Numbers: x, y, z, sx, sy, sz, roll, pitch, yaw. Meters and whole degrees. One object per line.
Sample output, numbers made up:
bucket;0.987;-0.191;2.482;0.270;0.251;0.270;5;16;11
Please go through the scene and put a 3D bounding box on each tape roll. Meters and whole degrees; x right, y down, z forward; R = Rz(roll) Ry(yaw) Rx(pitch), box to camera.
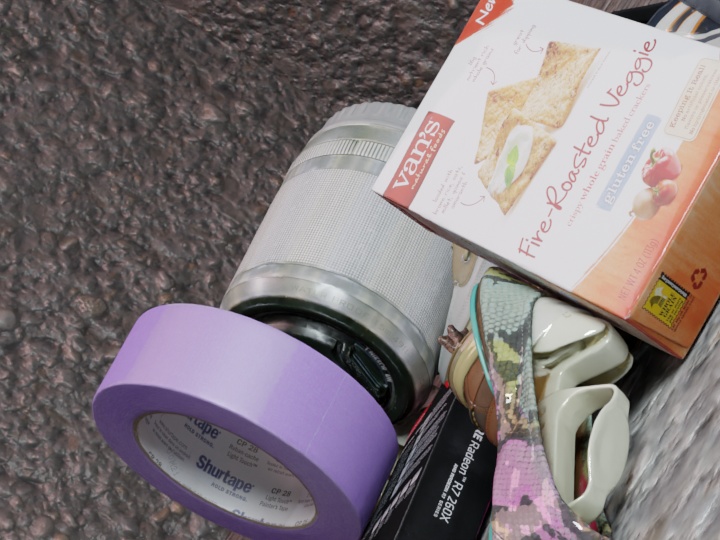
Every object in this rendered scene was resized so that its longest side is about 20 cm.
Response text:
tape roll;-0.077;0.108;1.105;0.066;0.199;0.200;-61;4;-29

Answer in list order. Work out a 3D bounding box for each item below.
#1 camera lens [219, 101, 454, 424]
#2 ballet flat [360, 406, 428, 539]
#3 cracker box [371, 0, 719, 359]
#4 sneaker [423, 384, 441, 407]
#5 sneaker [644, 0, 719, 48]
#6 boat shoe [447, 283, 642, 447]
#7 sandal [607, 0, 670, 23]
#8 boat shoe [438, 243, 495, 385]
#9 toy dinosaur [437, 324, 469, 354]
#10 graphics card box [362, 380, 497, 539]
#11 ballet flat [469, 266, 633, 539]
camera lens;0.000;0.000;1.197;0.201;0.159;0.160;-65;6;-34
ballet flat;0.023;0.152;1.193;0.201;0.067;0.068;-61;2;-35
cracker box;0.110;-0.058;0.833;0.199;0.058;0.135;29;88;49
sneaker;0.012;0.151;1.313;0.076;0.077;0.201;-55;6;35
sneaker;0.201;-0.126;0.862;0.080;0.078;0.200;-64;14;-4
boat shoe;0.129;0.016;0.873;0.200;0.072;0.068;-50;39;18
sandal;0.188;-0.158;1.203;0.199;0.045;0.075;-21;-4;-39
boat shoe;0.099;-0.008;1.123;0.068;0.074;0.202;39;111;43
toy dinosaur;0.117;0.005;0.992;0.202;0.085;0.135;-66;11;-13
graphics card box;0.042;0.152;1.043;0.126;0.051;0.201;-58;2;45
ballet flat;0.093;0.065;0.773;0.071;0.069;0.201;-33;33;28
